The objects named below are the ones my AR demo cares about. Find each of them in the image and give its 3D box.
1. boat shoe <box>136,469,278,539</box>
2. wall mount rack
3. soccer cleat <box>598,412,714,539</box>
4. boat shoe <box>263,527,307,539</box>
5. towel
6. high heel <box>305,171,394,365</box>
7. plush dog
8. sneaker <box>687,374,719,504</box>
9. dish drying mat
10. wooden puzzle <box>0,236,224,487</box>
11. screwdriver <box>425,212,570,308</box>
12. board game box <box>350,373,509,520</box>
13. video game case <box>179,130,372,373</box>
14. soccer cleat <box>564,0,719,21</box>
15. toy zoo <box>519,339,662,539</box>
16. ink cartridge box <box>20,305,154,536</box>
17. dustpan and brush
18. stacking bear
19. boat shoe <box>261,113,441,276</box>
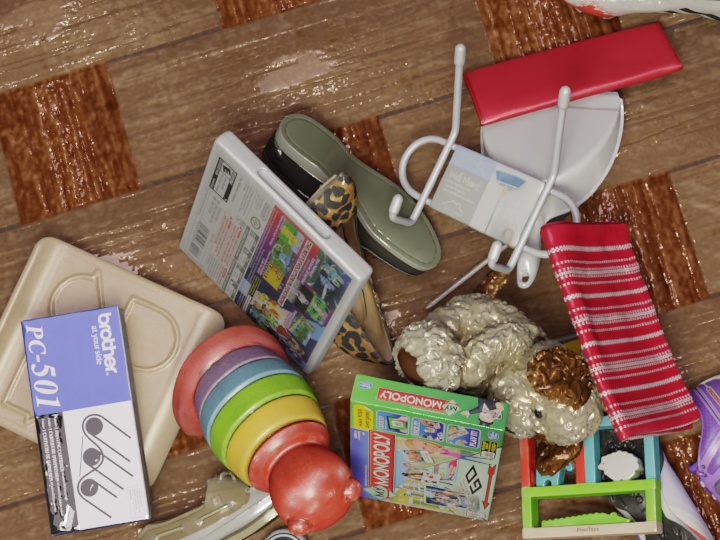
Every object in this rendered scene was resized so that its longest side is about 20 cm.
[{"bbox_3d":[-0.119,0.220,1.486,0.200,0.075,0.069,-35,82,-3],"label":"boat shoe"},{"bbox_3d":[0.116,-0.100,1.454,0.199,0.074,0.175,27,95,28],"label":"wall mount rack"},{"bbox_3d":[0.276,0.218,1.468,0.068,0.073,0.201,-35,62,17],"label":"soccer cleat"},{"bbox_3d":[-0.092,0.338,1.470,0.071,0.068,0.201,18,83,7],"label":"boat shoe"},{"bbox_3d":[0.230,0.049,1.399,0.022,0.144,0.201,-29,73,34],"label":"towel"},{"bbox_3d":[0.000,0.000,1.458,0.143,0.200,0.071,43,58,11],"label":"high heel"},{"bbox_3d":[0.142,0.096,1.422,0.171,0.200,0.161,32,69,25],"label":"plush dog"},{"bbox_3d":[0.349,0.197,1.466,0.083,0.081,0.201,-18,73,18],"label":"sneaker"},{"bbox_3d":[0.203,-0.189,1.530,0.199,0.018,0.077,-15,44,-1],"label":"dish drying mat"},{"bbox_3d":[-0.254,0.089,1.533,0.199,0.046,0.186,24,85,3],"label":"wooden puzzle"},{"bbox_3d":[0.144,-0.023,1.523,0.200,0.028,0.029,-42,53,-5],"label":"screwdriver"},{"bbox_3d":[0.058,0.162,1.421,0.134,0.200,0.029,9,60,6],"label":"board game box"},{"bbox_3d":[-0.083,-0.012,1.462,0.182,0.200,0.023,44,59,9],"label":"video game case"},{"bbox_3d":[0.287,-0.277,1.520,0.199,0.085,0.069,8,78,4],"label":"soccer cleat"},{"bbox_3d":[0.210,0.145,1.468,0.131,0.020,0.201,-8,73,26],"label":"toy zoo"},{"bbox_3d":[-0.255,0.140,1.482,0.093,0.044,0.201,-9,83,-2],"label":"ink cartridge box"},{"bbox_3d":[0.169,-0.078,1.503,0.139,0.057,0.201,4,55,18],"label":"dustpan and brush"},{"bbox_3d":[-0.076,0.152,1.425,0.121,0.114,0.200,-30,52,-14],"label":"stacking bear"},{"bbox_3d":[-0.009,-0.064,1.528,0.201,0.061,0.072,43,44,2],"label":"boat shoe"}]
